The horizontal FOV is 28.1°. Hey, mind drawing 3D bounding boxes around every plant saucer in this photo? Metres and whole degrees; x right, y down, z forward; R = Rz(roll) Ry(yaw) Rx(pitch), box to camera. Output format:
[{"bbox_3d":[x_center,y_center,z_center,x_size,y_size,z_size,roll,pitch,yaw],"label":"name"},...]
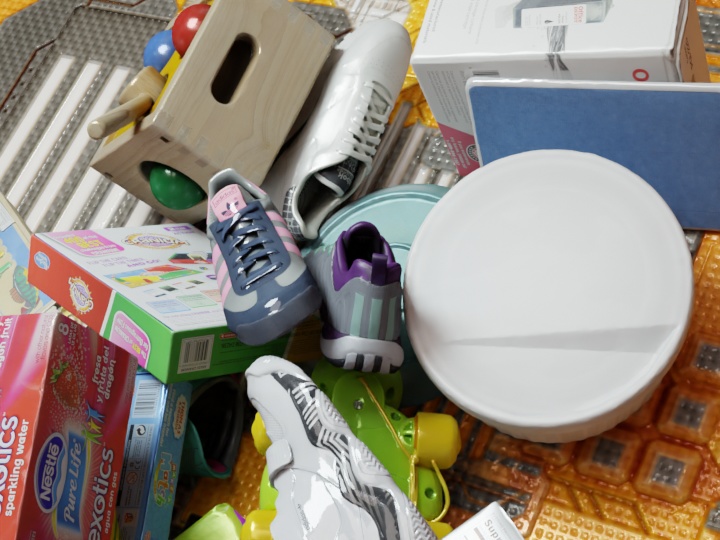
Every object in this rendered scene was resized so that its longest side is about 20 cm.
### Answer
[{"bbox_3d":[0.025,0.012,1.117,0.198,0.027,0.202,-11,56,16],"label":"plant saucer"}]

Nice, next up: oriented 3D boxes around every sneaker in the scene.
[{"bbox_3d":[0.000,0.000,1.018,0.074,0.089,0.200,5,17,-14],"label":"sneaker"},{"bbox_3d":[-0.079,-0.013,1.000,0.070,0.083,0.200,-28,21,-3],"label":"sneaker"},{"bbox_3d":[-0.041,0.146,0.890,0.115,0.075,0.200,-38,56,-7],"label":"sneaker"},{"bbox_3d":[-0.158,0.139,1.085,0.120,0.084,0.201,21,69,42],"label":"sneaker"},{"bbox_3d":[-0.011,-0.112,1.172,0.080,0.076,0.201,28,84,53],"label":"sneaker"}]

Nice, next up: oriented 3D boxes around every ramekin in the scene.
[{"bbox_3d":[0.132,0.027,1.003,0.200,0.094,0.205,-5,64,10],"label":"ramekin"}]

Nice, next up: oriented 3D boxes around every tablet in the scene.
[{"bbox_3d":[0.179,-0.085,1.046,0.198,0.131,0.014,4,44,23],"label":"tablet"}]

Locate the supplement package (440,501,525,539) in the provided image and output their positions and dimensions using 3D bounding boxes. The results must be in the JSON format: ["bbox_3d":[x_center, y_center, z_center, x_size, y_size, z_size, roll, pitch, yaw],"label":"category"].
[{"bbox_3d":[0.046,0.261,0.897,0.199,0.114,0.110,-34,52,-3],"label":"supplement package"}]

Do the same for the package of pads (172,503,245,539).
[{"bbox_3d":[-0.129,0.276,0.991,0.199,0.068,0.155,-37,53,-3],"label":"package of pads"}]

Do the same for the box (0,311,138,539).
[{"bbox_3d":[-0.218,0.136,0.903,0.099,0.095,0.202,-4,67,26],"label":"box"}]

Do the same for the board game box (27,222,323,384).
[{"bbox_3d":[-0.139,0.019,1.096,0.199,0.152,0.041,29,115,43],"label":"board game box"}]

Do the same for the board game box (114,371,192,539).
[{"bbox_3d":[-0.223,0.153,1.041,0.198,0.037,0.153,-5,65,26],"label":"board game box"}]

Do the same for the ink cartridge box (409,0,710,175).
[{"bbox_3d":[0.157,-0.144,1.083,0.198,0.146,0.086,3,58,24],"label":"ink cartridge box"}]

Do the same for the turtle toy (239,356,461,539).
[{"bbox_3d":[-0.005,0.139,0.998,0.144,0.101,0.202,5,64,-1],"label":"turtle toy"}]

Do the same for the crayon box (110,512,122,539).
[{"bbox_3d":[-0.219,0.206,0.962,0.126,0.051,0.202,-29,59,14],"label":"crayon box"}]

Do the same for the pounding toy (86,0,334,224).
[{"bbox_3d":[-0.141,-0.133,1.156,0.184,0.142,0.201,-17,43,60],"label":"pounding toy"}]

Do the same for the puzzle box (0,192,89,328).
[{"bbox_3d":[-0.322,0.033,1.253,0.133,0.025,0.200,-40,53,-4],"label":"puzzle box"}]
